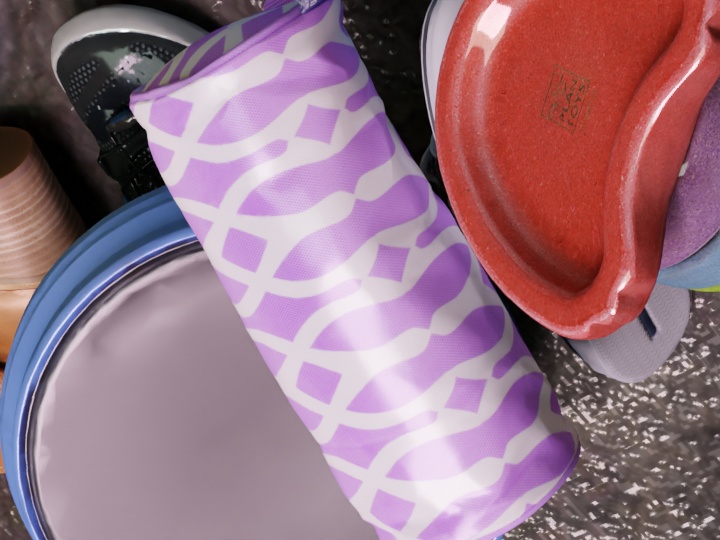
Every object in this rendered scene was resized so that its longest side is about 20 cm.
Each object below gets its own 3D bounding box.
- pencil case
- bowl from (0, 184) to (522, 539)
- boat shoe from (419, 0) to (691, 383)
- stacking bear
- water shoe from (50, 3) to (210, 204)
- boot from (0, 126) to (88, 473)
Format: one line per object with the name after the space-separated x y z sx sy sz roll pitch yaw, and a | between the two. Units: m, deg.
0.000 0.000 0.814 0.084 0.085 0.200 -20 103 33 | pencil case
-0.034 0.061 0.897 0.200 0.039 0.201 -1 112 -4 | bowl
0.054 -0.032 0.848 0.071 0.072 0.200 24 154 39 | boat shoe
0.133 -0.043 0.771 0.114 0.200 0.122 35 113 50 | stacking bear
-0.048 -0.014 0.924 0.071 0.079 0.200 -30 111 37 | water shoe
-0.195 0.019 1.019 0.199 0.074 0.155 2 131 25 | boot
